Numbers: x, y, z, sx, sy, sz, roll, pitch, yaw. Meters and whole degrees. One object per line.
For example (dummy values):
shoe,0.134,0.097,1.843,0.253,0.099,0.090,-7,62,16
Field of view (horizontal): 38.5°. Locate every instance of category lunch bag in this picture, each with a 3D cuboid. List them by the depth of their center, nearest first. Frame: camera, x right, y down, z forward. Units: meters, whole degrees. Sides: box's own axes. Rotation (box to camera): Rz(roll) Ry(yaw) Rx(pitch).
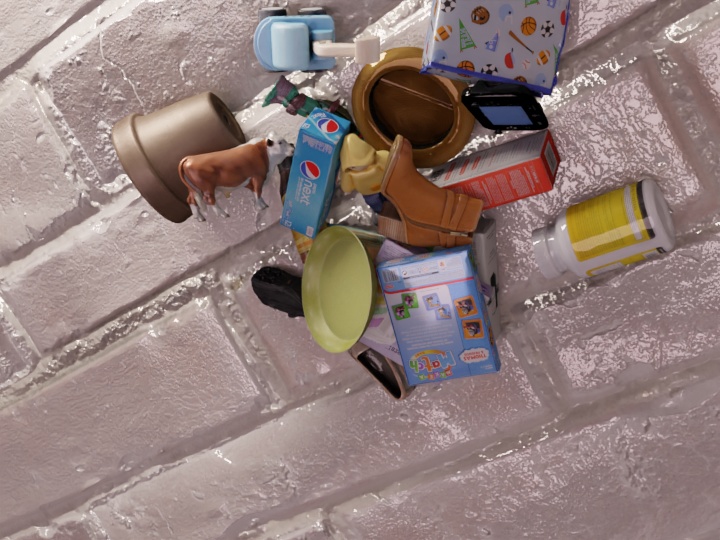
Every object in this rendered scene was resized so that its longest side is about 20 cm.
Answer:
lunch bag,0.198,-0.350,1.489,0.197,0.124,0.173,9,97,-5

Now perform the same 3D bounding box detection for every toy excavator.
toy excavator,-0.070,-0.344,1.587,0.191,0.200,0.101,-2,111,-3

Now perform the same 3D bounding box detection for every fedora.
fedora,0.087,-0.261,1.614,0.198,0.082,0.203,6,115,12

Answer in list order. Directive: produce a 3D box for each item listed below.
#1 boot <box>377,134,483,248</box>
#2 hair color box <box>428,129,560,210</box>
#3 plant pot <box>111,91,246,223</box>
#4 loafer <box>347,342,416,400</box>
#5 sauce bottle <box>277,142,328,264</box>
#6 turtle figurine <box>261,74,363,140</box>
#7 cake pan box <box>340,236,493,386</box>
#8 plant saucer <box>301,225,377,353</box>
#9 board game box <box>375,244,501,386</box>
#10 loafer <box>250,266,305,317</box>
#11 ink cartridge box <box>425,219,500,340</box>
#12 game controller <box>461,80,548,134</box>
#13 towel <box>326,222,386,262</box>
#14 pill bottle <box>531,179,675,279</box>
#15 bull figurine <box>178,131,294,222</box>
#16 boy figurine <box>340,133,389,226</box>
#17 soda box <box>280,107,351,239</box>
boot,0.108,-0.113,1.538,0.153,0.074,0.201,11,142,6
hair color box,0.202,-0.145,1.596,0.198,0.102,0.062,-15,116,27
plant pot,-0.294,-0.211,1.747,0.174,0.200,0.201,-33,95,11
loafer,0.021,0.144,1.805,0.200,0.063,0.072,46,119,1
sauce bottle,-0.102,-0.114,1.742,0.065,0.066,0.202,-23,85,28
turtle figurine,-0.065,-0.235,1.679,0.199,0.101,0.150,36,154,-7
cake pan box,0.092,0.064,1.649,0.198,0.052,0.185,30,117,3
plant saucer,-0.029,0.030,1.642,0.199,0.031,0.203,-1,88,54
board game box,0.122,0.072,1.596,0.149,0.037,0.203,-11,105,19
loafer,-0.106,0.051,1.812,0.199,0.068,0.071,18,137,31
ink cartridge box,0.150,0.022,1.694,0.145,0.083,0.203,3,110,22
game controller,0.215,-0.235,1.513,0.103,0.200,0.043,12,88,20
towel,0.000,0.000,1.738,0.199,0.022,0.149,13,117,45
pill bottle,0.365,-0.055,1.560,0.198,0.112,0.113,-20,102,27
bull figurine,-0.199,-0.154,1.686,0.065,0.198,0.123,-171,69,-67
boy figurine,0.024,-0.145,1.617,0.123,0.200,0.065,-8,63,16
soda box,-0.072,-0.150,1.614,0.064,0.068,0.201,23,135,6
